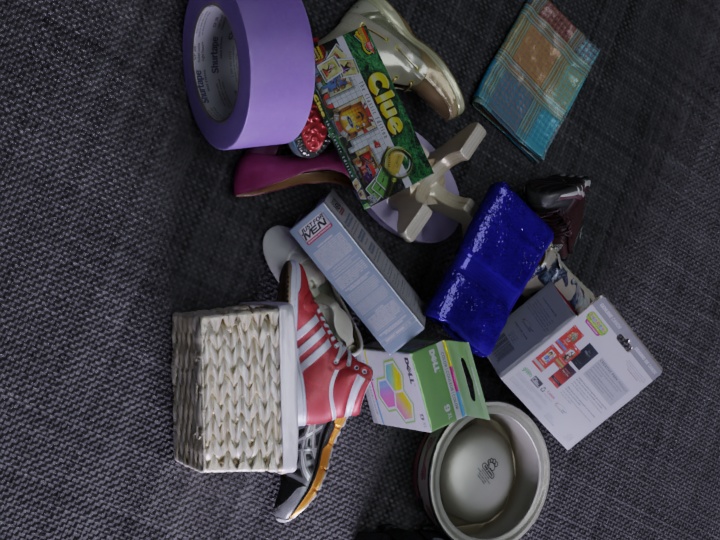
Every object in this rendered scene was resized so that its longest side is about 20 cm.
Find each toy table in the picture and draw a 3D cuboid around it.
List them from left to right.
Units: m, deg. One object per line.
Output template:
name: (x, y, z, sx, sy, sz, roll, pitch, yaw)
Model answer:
toy table: (0.079, -0.115, 1.744, 0.199, 0.117, 0.186, 31, 76, -27)

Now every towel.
towel: (0.171, 0.003, 1.722, 0.147, 0.049, 0.202, 36, 79, -50)
towel: (0.249, -0.275, 1.892, 0.146, 0.022, 0.201, 38, 73, -25)

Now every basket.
basket: (-0.154, 0.139, 1.608, 0.122, 0.135, 0.203, 0, 90, -25)

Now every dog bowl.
dog bowl: (0.158, 0.275, 1.816, 0.198, 0.074, 0.203, 0, 90, -29)

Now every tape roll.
tape roll: (-0.134, -0.246, 1.575, 0.084, 0.199, 0.203, -8, 95, -27)

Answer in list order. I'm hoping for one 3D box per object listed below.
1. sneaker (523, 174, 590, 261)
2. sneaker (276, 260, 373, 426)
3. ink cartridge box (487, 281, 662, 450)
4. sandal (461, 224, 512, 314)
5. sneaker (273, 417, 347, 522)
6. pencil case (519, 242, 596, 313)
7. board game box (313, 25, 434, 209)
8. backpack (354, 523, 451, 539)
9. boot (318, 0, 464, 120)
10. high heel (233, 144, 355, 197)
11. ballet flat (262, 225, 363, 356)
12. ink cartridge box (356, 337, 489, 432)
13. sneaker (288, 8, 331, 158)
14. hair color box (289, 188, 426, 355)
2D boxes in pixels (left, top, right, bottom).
sneaker: (0.274, -0.067, 1.839, 0.199, 0.075, 0.117, -18, 113, -64)
sneaker: (-0.043, 0.087, 1.650, 0.111, 0.071, 0.203, -3, 89, -12)
ink cartridge box: (0.287, 0.118, 1.814, 0.175, 0.084, 0.200, -39, 129, 7)
sandal: (0.161, 0.034, 1.814, 0.069, 0.077, 0.214, -28, 109, -28)
sneaker: (-0.074, 0.218, 1.692, 0.076, 0.078, 0.202, 24, 75, -14)
pencil case: (0.280, 0.034, 1.862, 0.200, 0.089, 0.079, 41, 39, -33)
board game box: (0.005, -0.187, 1.627, 0.104, 0.023, 0.202, -29, 95, -29)
backpack: (0.093, 0.416, 1.709, 0.161, 0.199, 0.156, 9, 87, -29)
boot: (0.025, -0.240, 1.723, 0.155, 0.072, 0.200, -43, 91, -21)
high heel: (-0.057, -0.106, 1.662, 0.197, 0.068, 0.097, 17, 72, 10)
ballet flat: (-0.052, 0.028, 1.701, 0.069, 0.069, 0.201, -37, 107, -24)
ink cartridge box: (0.074, 0.143, 1.695, 0.059, 0.199, 0.105, -20, 99, -28)
sneaker: (-0.085, -0.230, 1.658, 0.078, 0.095, 0.203, -6, 79, -30)
hair color box: (0.000, 0.000, 1.682, 0.060, 0.099, 0.201, -37, 97, 12)
